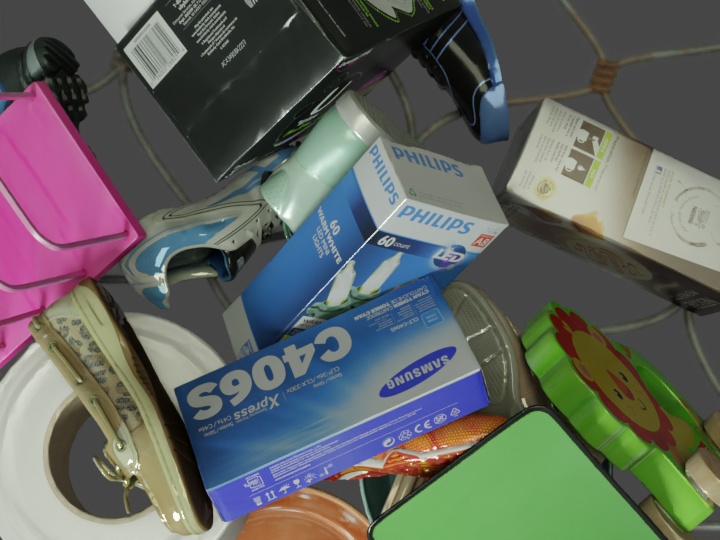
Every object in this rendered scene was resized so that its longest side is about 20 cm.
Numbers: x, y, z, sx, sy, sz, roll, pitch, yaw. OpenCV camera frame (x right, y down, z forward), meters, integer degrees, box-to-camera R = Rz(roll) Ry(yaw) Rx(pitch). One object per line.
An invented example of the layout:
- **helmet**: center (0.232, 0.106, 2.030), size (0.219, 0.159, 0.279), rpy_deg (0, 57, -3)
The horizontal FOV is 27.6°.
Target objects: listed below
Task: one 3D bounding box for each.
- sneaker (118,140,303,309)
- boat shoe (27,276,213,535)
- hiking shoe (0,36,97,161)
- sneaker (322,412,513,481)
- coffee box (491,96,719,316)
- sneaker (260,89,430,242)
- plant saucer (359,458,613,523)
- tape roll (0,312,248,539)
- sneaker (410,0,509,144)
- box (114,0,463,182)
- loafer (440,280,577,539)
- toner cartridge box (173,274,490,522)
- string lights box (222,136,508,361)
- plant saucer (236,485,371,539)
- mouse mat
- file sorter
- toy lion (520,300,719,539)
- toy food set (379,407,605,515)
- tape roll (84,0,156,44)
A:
- **sneaker**: center (-0.089, -0.035, 1.107), size (0.199, 0.072, 0.073), rpy_deg (-30, 74, -22)
- **boat shoe**: center (-0.163, 0.101, 1.010), size (0.062, 0.073, 0.201), rpy_deg (-30, 65, -1)
- **hiking shoe**: center (-0.248, -0.073, 1.126), size (0.086, 0.074, 0.203), rpy_deg (-9, 87, 20)
- **sneaker**: center (0.025, 0.109, 1.043), size (0.198, 0.073, 0.078), rpy_deg (-5, 74, 37)
- **coffee box**: center (0.204, -0.045, 1.123), size (0.198, 0.114, 0.081), rpy_deg (25, 83, -1)
- **sneaker**: center (0.006, -0.045, 1.103), size (0.118, 0.200, 0.074), rpy_deg (-40, 48, 12)
- **plant saucer**: center (0.095, 0.152, 1.133), size (0.197, 0.036, 0.203), rpy_deg (1, 82, -6)
- **tape roll**: center (-0.174, 0.135, 1.077), size (0.199, 0.071, 0.205), rpy_deg (-1, 75, 2)
- **sneaker**: center (0.057, -0.187, 1.152), size (0.077, 0.070, 0.203), rpy_deg (-17, 80, -1)
- **box**: center (-0.047, -0.176, 1.054), size (0.148, 0.200, 0.125), rpy_deg (-39, 88, 34)
- **loafer**: center (0.108, 0.102, 1.056), size (0.072, 0.063, 0.202), rpy_deg (-31, 74, 32)
- **toner cartridge box**: center (-0.021, 0.085, 0.999), size (0.198, 0.043, 0.096), rpy_deg (-24, 48, -4)
- **string lights box**: center (0.000, 0.000, 1.044), size (0.102, 0.200, 0.059), rpy_deg (11, 45, -40)
- **plant saucer**: center (-0.061, 0.264, 1.118), size (0.197, 0.032, 0.203), rpy_deg (0, 84, -3)
- **mouse mat**: center (0.121, 0.199, 1.006), size (0.160, 0.008, 0.200), rpy_deg (-37, 108, 15)
- **file sorter**: center (-0.284, -0.016, 1.036), size (0.199, 0.125, 0.140), rpy_deg (-39, 81, 21)
- **toy lion**: center (0.198, 0.100, 1.074), size (0.069, 0.200, 0.192), rpy_deg (-44, 81, 19)
- **toy food set**: center (0.090, 0.187, 1.079), size (0.142, 0.060, 0.202), rpy_deg (24, 81, -2)
- **tape roll**: center (-0.113, -0.245, 1.076), size (0.202, 0.202, 0.071), rpy_deg (-40, 88, -6)
